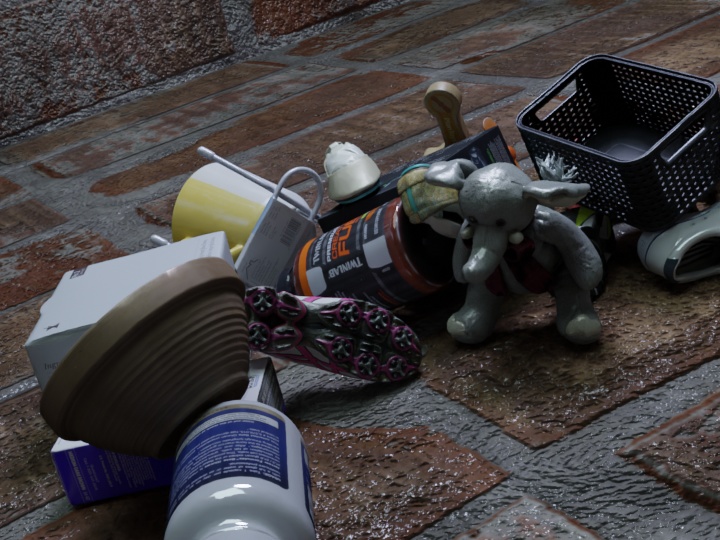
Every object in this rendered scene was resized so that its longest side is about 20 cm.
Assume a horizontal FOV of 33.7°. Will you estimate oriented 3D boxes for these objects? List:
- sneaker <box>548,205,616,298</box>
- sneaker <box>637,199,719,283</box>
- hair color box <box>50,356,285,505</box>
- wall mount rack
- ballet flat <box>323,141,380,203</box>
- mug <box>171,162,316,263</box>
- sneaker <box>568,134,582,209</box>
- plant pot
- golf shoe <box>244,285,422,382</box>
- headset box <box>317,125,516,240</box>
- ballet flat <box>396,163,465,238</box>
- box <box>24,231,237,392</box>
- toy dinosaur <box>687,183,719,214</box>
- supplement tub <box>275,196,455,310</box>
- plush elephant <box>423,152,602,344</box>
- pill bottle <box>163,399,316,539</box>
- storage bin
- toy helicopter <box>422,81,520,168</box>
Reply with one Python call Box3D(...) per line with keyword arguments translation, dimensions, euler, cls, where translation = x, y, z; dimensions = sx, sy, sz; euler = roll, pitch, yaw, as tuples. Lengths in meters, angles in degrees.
Box3D(translation=(0.218, -0.016, 1.267), dimensions=(0.080, 0.075, 0.200), euler=(-16, 12, 27), cls="sneaker")
Box3D(translation=(0.380, -0.035, 1.195), dimensions=(0.198, 0.074, 0.071), euler=(-24, 36, -5), cls="sneaker")
Box3D(translation=(-0.176, 0.149, 1.115), dimensions=(0.197, 0.066, 0.110), euler=(-14, 19, 8), cls="hair color box")
Box3D(translation=(-0.136, -0.045, 1.390), dimensions=(0.074, 0.173, 0.202), euler=(21, 82, 58), cls="wall mount rack")
Box3D(translation=(-0.018, -0.121, 1.417), dimensions=(0.069, 0.070, 0.200), euler=(-16, 8, -2), cls="ballet flat")
Box3D(translation=(-0.146, -0.037, 1.517), dimensions=(0.152, 0.150, 0.188), euler=(14, 66, 40), cls="mug")
Box3D(translation=(0.271, -0.117, 1.469), dimensions=(0.086, 0.075, 0.200), euler=(-19, 20, -6), cls="sneaker")
Box3D(translation=(-0.159, 0.091, 0.992), dimensions=(0.200, 0.093, 0.201), euler=(-39, -14, -12), cls="plant pot")
Box3D(translation=(-0.037, 0.060, 1.161), dimensions=(0.197, 0.074, 0.092), euler=(16, -8, -10), cls="golf shoe")
Box3D(translation=(0.071, -0.075, 1.410), dimensions=(0.173, 0.094, 0.200), euler=(-20, 10, 38), cls="headset box")
Box3D(translation=(0.118, -0.061, 1.234), dimensions=(0.198, 0.072, 0.070), euler=(7, 1, -42), cls="ballet flat")
Box3D(translation=(-0.224, 0.070, 1.261), dimensions=(0.197, 0.132, 0.199), euler=(-15, 20, 3), cls="box")
Box3D(translation=(0.380, -0.119, 1.298), dimensions=(0.085, 0.137, 0.199), euler=(3, 28, 42), cls="toy dinosaur")
Box3D(translation=(0.000, 0.000, 1.279), dimensions=(0.199, 0.108, 0.107), euler=(-25, 11, 37), cls="supplement tub")
Box3D(translation=(0.140, -0.034, 1.120), dimensions=(0.163, 0.203, 0.154), euler=(7, -9, 37), cls="plush elephant")
Box3D(translation=(-0.089, 0.186, 0.878), dimensions=(0.110, 0.112, 0.200), euler=(-15, 19, 0), cls="pill bottle")
Box3D(translation=(0.276, -0.137, 1.246), dimensions=(0.135, 0.094, 0.199), euler=(-40, 35, -14), cls="storage bin")
Box3D(translation=(0.135, -0.154, 1.501), dimensions=(0.131, 0.201, 0.079), euler=(1, 48, 28), cls="toy helicopter")
